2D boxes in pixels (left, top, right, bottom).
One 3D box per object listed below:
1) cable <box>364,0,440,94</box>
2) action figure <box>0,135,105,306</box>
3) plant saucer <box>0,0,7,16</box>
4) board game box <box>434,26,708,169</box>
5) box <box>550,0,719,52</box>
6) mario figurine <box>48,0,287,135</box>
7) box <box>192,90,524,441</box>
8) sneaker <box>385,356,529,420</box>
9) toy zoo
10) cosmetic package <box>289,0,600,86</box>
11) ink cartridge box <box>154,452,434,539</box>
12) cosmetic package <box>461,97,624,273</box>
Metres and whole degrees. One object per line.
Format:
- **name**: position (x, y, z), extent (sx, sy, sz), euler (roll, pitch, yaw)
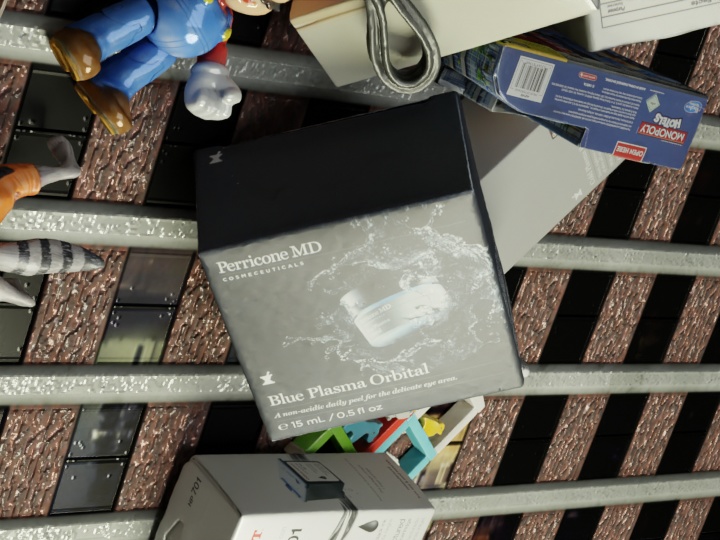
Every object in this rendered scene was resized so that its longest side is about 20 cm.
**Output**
- **cable**: position (0.000, -0.200, 1.255), extent (0.097, 0.050, 0.200), euler (-39, 132, 11)
- **action figure**: position (-0.240, -0.040, 1.218), extent (0.200, 0.105, 0.193), euler (-56, 160, 23)
- **plant saucer**: position (-0.293, -0.182, 1.141), extent (0.200, 0.034, 0.201), euler (-24, 131, -31)
- **board game box**: position (0.115, -0.151, 1.442), extent (0.199, 0.200, 0.062), euler (10, 107, -36)
- **box**: position (0.192, -0.273, 1.400), extent (0.127, 0.109, 0.201), euler (-13, 112, -10)
- **mario figurine**: position (-0.097, -0.171, 1.275), extent (0.200, 0.106, 0.123), euler (-38, 171, -8)
- **box**: position (0.000, 0.000, 1.411), extent (0.196, 0.118, 0.201), euler (-13, 132, 6)
- **sneaker**: position (0.040, 0.081, 1.589), extent (0.199, 0.075, 0.082), euler (6, 113, -23)
- **toy zoo**: position (0.034, 0.121, 1.659), extent (0.200, 0.020, 0.131), euler (-45, 138, -14)
- **cosmetic package**: position (0.060, -0.204, 1.324), extent (0.073, 0.199, 0.104), euler (51, 35, -38)
- **ink cartridge box**: position (-0.060, 0.226, 1.568), extent (0.199, 0.086, 0.147), euler (2, 119, -41)
- **cosmetic package**: position (0.107, -0.076, 1.556), extent (0.200, 0.090, 0.107), euler (-46, 138, -17)
